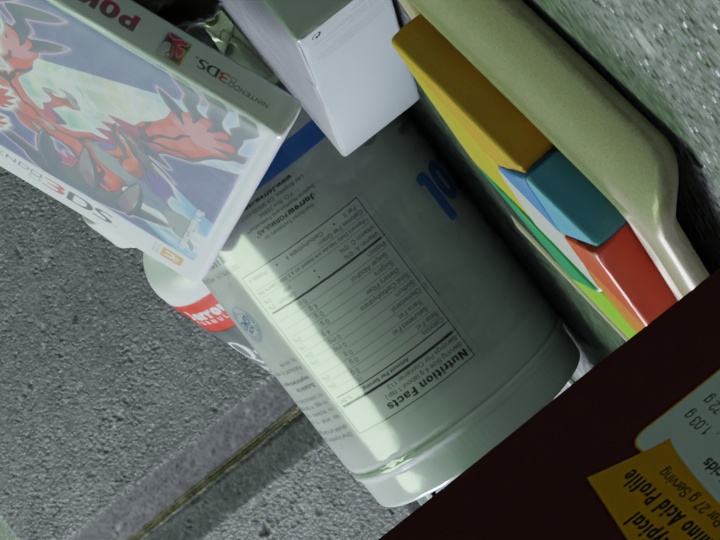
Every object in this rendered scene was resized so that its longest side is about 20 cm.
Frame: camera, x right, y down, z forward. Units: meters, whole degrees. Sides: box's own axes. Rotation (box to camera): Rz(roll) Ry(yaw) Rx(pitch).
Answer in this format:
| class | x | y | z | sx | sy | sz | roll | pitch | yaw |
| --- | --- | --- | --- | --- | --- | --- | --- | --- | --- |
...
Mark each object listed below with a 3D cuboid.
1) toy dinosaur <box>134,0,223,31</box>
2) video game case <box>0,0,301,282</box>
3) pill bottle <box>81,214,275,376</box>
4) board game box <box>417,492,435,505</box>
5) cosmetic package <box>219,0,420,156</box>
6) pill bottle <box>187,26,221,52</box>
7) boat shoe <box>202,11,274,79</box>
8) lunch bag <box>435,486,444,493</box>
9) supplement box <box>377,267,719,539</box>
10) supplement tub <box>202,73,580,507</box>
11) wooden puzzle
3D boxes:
| class | x | y | z | sx | sy | sz | roll | pitch | yaw |
| --- | --- | --- | --- | --- | --- | --- | --- | --- | --- |
| toy dinosaur | -0.109 | -0.143 | 1.173 | 0.102 | 0.077 | 0.200 | 22 | 155 | 13 |
| video game case | -0.127 | -0.076 | 1.203 | 0.182 | 0.023 | 0.200 | 31 | 157 | -2 |
| pill bottle | -0.043 | -0.011 | 1.474 | 0.200 | 0.116 | 0.116 | 35 | -178 | -24 |
| board game box | 0.044 | 0.197 | 2.952 | 0.200 | 0.026 | 0.200 | 53 | 175 | -12 |
| cosmetic package | -0.058 | -0.158 | 1.214 | 0.200 | 0.052 | 0.151 | 51 | 173 | 16 |
| pill bottle | -0.150 | -0.139 | 1.290 | 0.200 | 0.110 | 0.110 | 53 | 175 | -23 |
| boat shoe | -0.084 | -0.135 | 1.500 | 0.200 | 0.069 | 0.071 | 49 | 171 | 23 |
| lunch bag | 0.119 | 0.166 | 1.340 | 0.200 | 0.127 | 0.170 | 41 | 176 | -8 |
| supplement box | 0.123 | 0.082 | 0.413 | 0.133 | 0.200 | 0.197 | 54 | 175 | -30 |
| supplement tub | 0.000 | 0.000 | 1.350 | 0.200 | 0.132 | 0.132 | 52 | 175 | -9 |
| wooden puzzle | 0.076 | -0.026 | 1.011 | 0.185 | 0.037 | 0.200 | 49 | 174 | 38 |
